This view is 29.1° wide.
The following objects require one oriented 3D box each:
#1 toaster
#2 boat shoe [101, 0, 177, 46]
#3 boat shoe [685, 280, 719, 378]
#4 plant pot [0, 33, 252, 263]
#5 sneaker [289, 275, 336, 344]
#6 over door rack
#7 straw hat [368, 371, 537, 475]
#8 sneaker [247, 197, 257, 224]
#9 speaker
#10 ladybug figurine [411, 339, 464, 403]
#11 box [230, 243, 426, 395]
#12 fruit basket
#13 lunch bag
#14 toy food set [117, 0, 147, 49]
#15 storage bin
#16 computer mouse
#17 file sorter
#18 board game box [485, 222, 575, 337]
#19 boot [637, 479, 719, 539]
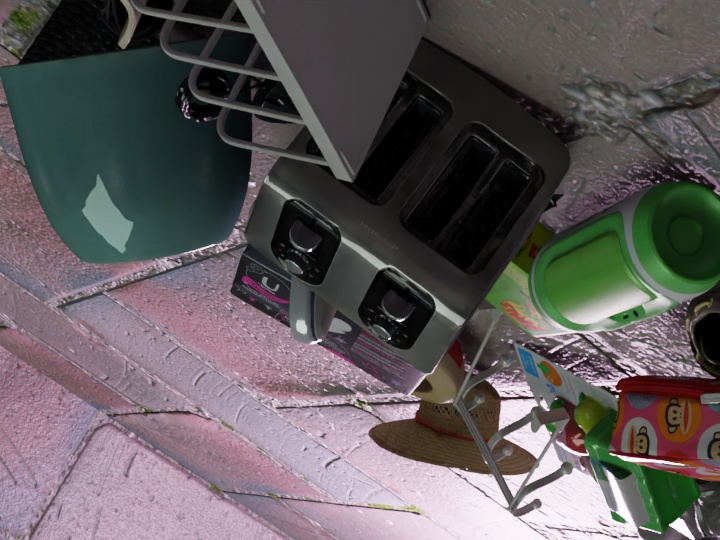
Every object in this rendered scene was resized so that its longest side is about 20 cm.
[{"bbox_3d":[0.041,-0.056,1.023,0.180,0.201,0.119,37,159,4],"label":"toaster"},{"bbox_3d":[-0.172,-0.217,1.084,0.070,0.072,0.200,35,160,-15],"label":"boat shoe"},{"bbox_3d":[0.287,0.047,1.090,0.071,0.060,0.200,24,160,15],"label":"boat shoe"},{"bbox_3d":[-0.176,-0.096,1.110,0.199,0.199,0.163,4,106,51],"label":"plant pot"},{"bbox_3d":[-0.001,-0.035,1.103,0.070,0.202,0.073,13,165,17],"label":"sneaker"},{"bbox_3d":[0.157,0.136,1.385,0.201,0.066,0.149,95,152,-54],"label":"over door rack"},{"bbox_3d":[0.112,0.160,1.571,0.198,0.086,0.201,8,-171,-1],"label":"straw hat"},{"bbox_3d":[-0.004,-0.015,1.173,0.198,0.079,0.079,23,-174,1],"label":"sneaker"},{"bbox_3d":[0.200,-0.006,1.049,0.088,0.089,0.200,33,161,-9],"label":"speaker"},{"bbox_3d":[0.041,0.067,1.480,0.135,0.072,0.200,6,149,49],"label":"ladybug figurine"},{"bbox_3d":[0.000,0.000,1.283,0.199,0.133,0.115,30,157,-1],"label":"box"},{"bbox_3d":[0.241,0.177,1.409,0.199,0.094,0.186,22,146,46],"label":"fruit basket"},{"bbox_3d":[0.323,0.136,1.142,0.198,0.083,0.176,12,173,-31],"label":"lunch bag"},{"bbox_3d":[-0.199,-0.259,0.893,0.060,0.145,0.200,-21,130,39],"label":"toy food set"},{"bbox_3d":[-0.212,-0.149,1.281,0.199,0.094,0.135,31,161,-6],"label":"storage bin"},{"bbox_3d":[-0.072,-0.130,1.044,0.034,0.059,0.199,48,-151,14],"label":"computer mouse"},{"bbox_3d":[-0.059,-0.180,0.896,0.123,0.140,0.200,14,156,28],"label":"file sorter"},{"bbox_3d":[0.115,-0.019,1.196,0.199,0.048,0.101,37,161,-18],"label":"board game box"},{"bbox_3d":[0.346,0.243,1.506,0.131,0.070,0.199,40,148,-18],"label":"boot"}]
